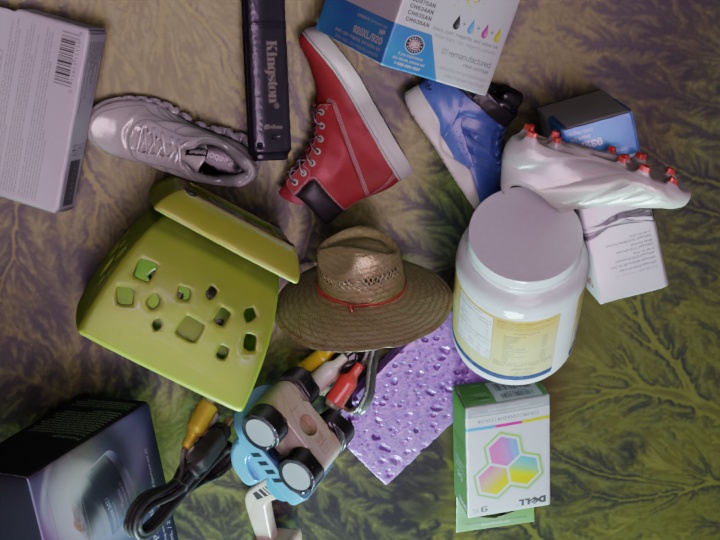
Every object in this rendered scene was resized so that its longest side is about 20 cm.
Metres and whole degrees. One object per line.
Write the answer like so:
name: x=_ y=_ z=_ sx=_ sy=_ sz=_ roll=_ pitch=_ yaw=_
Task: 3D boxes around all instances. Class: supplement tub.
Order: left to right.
supplement tub: x=0.173 y=0.018 z=1.687 sx=0.142 sy=0.146 sz=0.201 roll=-8 pitch=146 yaw=-5

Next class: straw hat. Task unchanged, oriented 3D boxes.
straw hat: x=0.000 y=0.000 z=1.671 sx=0.198 sy=0.202 sz=0.086 roll=-9 pitch=123 yaw=-4

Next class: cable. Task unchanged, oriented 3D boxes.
cable: x=-0.200 y=0.227 z=1.732 sx=0.200 sy=0.050 sz=0.098 roll=-50 pitch=147 yaw=-30
cable: x=0.002 y=0.084 z=1.761 sx=0.201 sy=0.097 sz=0.050 roll=-54 pitch=149 yaw=13

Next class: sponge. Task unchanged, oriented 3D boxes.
sponge: x=0.063 y=0.144 z=1.811 sx=0.200 sy=0.030 sz=0.112 roll=-44 pitch=107 yaw=5

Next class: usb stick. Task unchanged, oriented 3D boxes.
usb stick: x=-0.101 y=-0.220 z=1.666 sx=0.055 sy=0.032 sz=0.203 roll=-6 pitch=96 yaw=-43

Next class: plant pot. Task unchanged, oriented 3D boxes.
plant pot: x=-0.178 y=0.013 z=1.664 sx=0.197 sy=0.200 sz=0.183 roll=28 pitch=95 yaw=-12

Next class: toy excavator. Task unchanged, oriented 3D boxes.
toy excavator: x=-0.095 y=0.230 z=1.765 sx=0.199 sy=0.100 sz=0.195 roll=-29 pitch=103 yaw=42

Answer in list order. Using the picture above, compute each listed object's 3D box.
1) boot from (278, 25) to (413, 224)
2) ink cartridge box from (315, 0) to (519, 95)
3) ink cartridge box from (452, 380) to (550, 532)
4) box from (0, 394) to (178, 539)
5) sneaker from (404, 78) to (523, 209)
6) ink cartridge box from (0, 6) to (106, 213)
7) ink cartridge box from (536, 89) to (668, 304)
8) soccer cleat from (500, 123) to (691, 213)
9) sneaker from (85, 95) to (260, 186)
boot: x=-0.048 y=-0.154 z=1.697 sx=0.143 sy=0.073 sz=0.201 roll=-29 pitch=110 yaw=4
ink cartridge box: x=0.075 y=-0.310 z=1.606 sx=0.146 sy=0.144 sz=0.202 roll=11 pitch=105 yaw=-34
ink cartridge box: x=0.165 y=0.229 z=1.814 sx=0.102 sy=0.059 sz=0.202 roll=-7 pitch=113 yaw=-11
box: x=-0.314 y=0.271 z=1.697 sx=0.122 sy=0.198 sz=0.202 roll=1 pitch=111 yaw=35
sneaker: x=0.147 y=-0.143 z=1.717 sx=0.111 sy=0.077 sz=0.201 roll=-33 pitch=100 yaw=13
ink cartridge box: x=-0.374 y=-0.182 z=1.662 sx=0.172 sy=0.044 sz=0.202 roll=17 pitch=104 yaw=16
ink cartridge box: x=0.266 y=-0.083 z=1.712 sx=0.083 sy=0.145 sz=0.202 roll=-15 pitch=106 yaw=-1
soccer cleat: x=0.241 y=-0.091 z=1.602 sx=0.198 sy=0.069 sz=0.078 roll=16 pitch=110 yaw=1
sneaker: x=-0.202 y=-0.137 z=1.676 sx=0.198 sy=0.081 sz=0.076 roll=14 pitch=105 yaw=-9
